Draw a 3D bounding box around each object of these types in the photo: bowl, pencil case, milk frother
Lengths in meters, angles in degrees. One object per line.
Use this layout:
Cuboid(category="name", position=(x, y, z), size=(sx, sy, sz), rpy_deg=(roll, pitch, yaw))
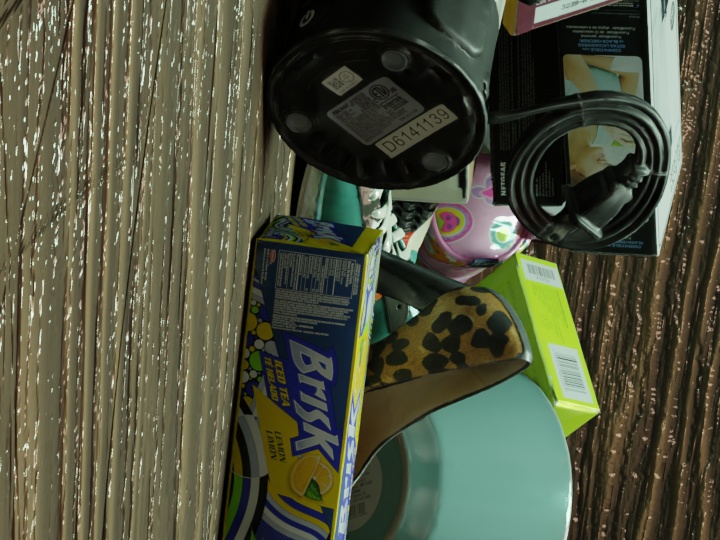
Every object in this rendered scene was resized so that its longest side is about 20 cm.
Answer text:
Cuboid(category="bowl", position=(0.030, 0.148, 1.857), size=(0.105, 0.201, 0.201), rpy_deg=(15, 81, -41))
Cuboid(category="pencil case", position=(0.062, -0.025, 2.017), size=(0.200, 0.087, 0.088), rpy_deg=(145, -44, -72))
Cuboid(category="milk frother", position=(0.070, -0.128, 1.564), size=(0.200, 0.180, 0.188), rpy_deg=(52, 37, -36))

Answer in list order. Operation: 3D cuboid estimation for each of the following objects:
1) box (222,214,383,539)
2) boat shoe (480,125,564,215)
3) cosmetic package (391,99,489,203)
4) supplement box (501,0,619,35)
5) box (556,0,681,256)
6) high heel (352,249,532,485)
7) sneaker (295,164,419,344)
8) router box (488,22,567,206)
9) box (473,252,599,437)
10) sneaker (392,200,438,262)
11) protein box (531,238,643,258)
Cuboid(category="box", position=(-0.033, 0.076, 1.587), size=(0.070, 0.064, 0.200), rpy_deg=(-58, 157, -75))
Cuboid(category="boat shoe", position=(0.096, -0.091, 2.027), size=(0.071, 0.200, 0.070), rpy_deg=(-58, 179, -14))
Cuboid(category="cosmetic package", position=(0.043, -0.148, 1.873), size=(0.103, 0.087, 0.200), rpy_deg=(84, 14, -47))
Cuboid(category="supplement box", position=(0.098, -0.249, 1.731), size=(0.086, 0.110, 0.200), rpy_deg=(93, -26, -51))
Cuboid(category="box", position=(0.165, -0.122, 1.830), size=(0.117, 0.060, 0.200), rpy_deg=(-69, 158, -53))
Cuboid(category="high heel", position=(0.015, 0.094, 1.632), size=(0.071, 0.143, 0.200), rpy_deg=(17, 96, -48))
Cuboid(category="sneaker", position=(0.003, -0.008, 1.723), size=(0.071, 0.080, 0.200), rpy_deg=(-68, 165, -58))
Cuboid(category="router box", position=(0.118, -0.154, 1.878), size=(0.149, 0.051, 0.200), rpy_deg=(-51, 141, -71))
Cuboid(category="box", position=(0.067, 0.092, 1.948), size=(0.200, 0.048, 0.122), rpy_deg=(-40, -129, 36))
Cuboid(category="sneaker", position=(0.000, 0.000, 1.877), size=(0.200, 0.070, 0.093), rpy_deg=(-80, -166, -46))
Cuboid(category="protein box", position=(0.233, -0.135, 3.218), size=(0.135, 0.200, 0.199), rpy_deg=(71, 28, -78))
